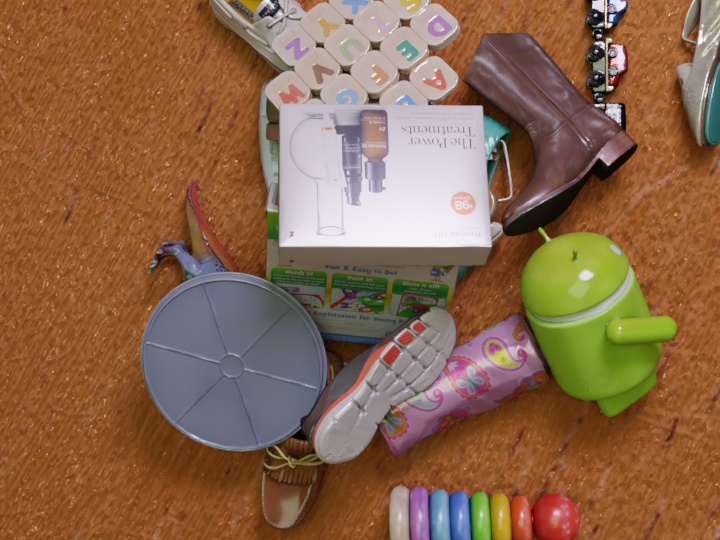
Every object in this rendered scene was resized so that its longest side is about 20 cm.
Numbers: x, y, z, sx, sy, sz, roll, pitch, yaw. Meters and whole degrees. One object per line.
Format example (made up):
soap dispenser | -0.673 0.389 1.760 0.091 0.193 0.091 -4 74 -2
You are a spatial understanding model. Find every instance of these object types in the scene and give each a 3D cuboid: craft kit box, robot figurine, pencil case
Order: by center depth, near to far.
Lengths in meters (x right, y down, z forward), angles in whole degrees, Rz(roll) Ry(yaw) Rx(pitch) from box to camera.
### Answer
robot figurine | 0.232 0.049 1.258 0.115 0.175 0.201 -32 116 -10
craft kit box | 0.000 0.000 1.283 0.199 0.198 0.049 6 52 -2
pencil case | 0.102 0.120 1.323 0.199 0.087 0.088 -27 82 9

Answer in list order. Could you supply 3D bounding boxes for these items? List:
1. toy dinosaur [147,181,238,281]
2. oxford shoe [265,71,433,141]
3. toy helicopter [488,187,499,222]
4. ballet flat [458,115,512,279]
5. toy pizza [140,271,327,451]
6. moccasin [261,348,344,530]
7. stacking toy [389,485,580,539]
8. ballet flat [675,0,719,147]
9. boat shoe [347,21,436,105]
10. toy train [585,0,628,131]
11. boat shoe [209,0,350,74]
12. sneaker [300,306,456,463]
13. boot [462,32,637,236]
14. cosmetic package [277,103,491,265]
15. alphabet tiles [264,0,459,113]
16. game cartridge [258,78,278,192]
toy dinosaur | -0.145 0.021 1.375 0.181 0.105 0.201 25 80 -7
oxford shoe | -0.017 -0.178 1.308 0.199 0.071 0.074 -2 100 25
toy helicopter | 0.048 -0.083 1.308 0.199 0.079 0.133 5 77 17
ballet flat | 0.125 -0.069 1.336 0.070 0.067 0.201 10 87 18
toy pizza | -0.133 0.095 1.309 0.199 0.032 0.201 2 107 6
moccasin | -0.064 0.183 1.351 0.073 0.078 0.202 20 90 11
stacking toy | 0.132 0.268 1.313 0.199 0.085 0.086 -3 86 6
ballet flat | 0.368 -0.226 1.315 0.062 0.067 0.201 11 85 38
boat shoe | 0.050 -0.192 1.359 0.068 0.072 0.201 -25 88 -33
toy train | 0.266 -0.223 1.338 0.046 0.034 0.201 -1 87 7
boat shoe | -0.093 -0.273 1.372 0.200 0.070 0.071 39 80 20
sneaker | 0.010 0.104 1.279 0.200 0.082 0.077 -43 125 -12
boot | 0.160 -0.150 1.296 0.186 0.064 0.200 -33 71 -23
cosmetic package | 0.021 -0.082 1.185 0.199 0.052 0.152 0 70 -4
alphabet tiles | 0.001 -0.217 1.286 0.200 0.015 0.196 -38 60 -4
game cartridge | -0.044 -0.125 1.389 0.132 0.041 0.201 -13 84 13
